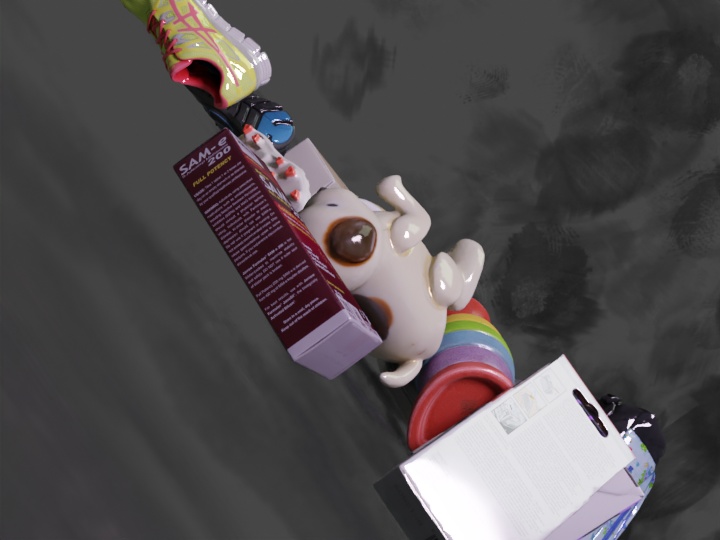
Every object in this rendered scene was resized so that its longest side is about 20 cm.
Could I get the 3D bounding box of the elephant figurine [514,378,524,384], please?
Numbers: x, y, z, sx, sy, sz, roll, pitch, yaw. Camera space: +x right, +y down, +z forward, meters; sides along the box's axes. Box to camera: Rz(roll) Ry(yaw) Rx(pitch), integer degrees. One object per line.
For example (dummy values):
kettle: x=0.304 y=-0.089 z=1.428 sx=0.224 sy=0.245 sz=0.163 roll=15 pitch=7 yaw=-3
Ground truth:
elephant figurine: x=0.164 y=0.230 z=1.438 sx=0.141 sy=0.201 sz=0.155 roll=36 pitch=-14 yaw=-24

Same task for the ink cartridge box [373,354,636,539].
ink cartridge box: x=0.117 y=0.158 z=0.980 sx=0.109 sy=0.199 sz=0.050 roll=55 pitch=-37 yaw=8

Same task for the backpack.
backpack: x=0.208 y=0.236 z=1.301 sx=0.163 sy=0.200 sz=0.155 roll=7 pitch=-52 yaw=53

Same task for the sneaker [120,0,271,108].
sneaker: x=-0.199 y=-0.258 z=1.401 sx=0.199 sy=0.090 sz=0.078 roll=36 pitch=-30 yaw=3

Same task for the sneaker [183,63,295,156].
sneaker: x=-0.163 y=-0.197 z=1.473 sx=0.200 sy=0.073 sz=0.082 roll=48 pitch=-32 yaw=13

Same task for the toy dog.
toy dog: x=0.000 y=0.000 z=1.227 sx=0.139 sy=0.195 sz=0.200 roll=-2 pitch=-29 yaw=40

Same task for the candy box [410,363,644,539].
candy box: x=0.142 y=0.184 z=1.128 sx=0.072 sy=0.167 sz=0.200 roll=55 pitch=3 yaw=-14

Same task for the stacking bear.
stacking bear: x=0.107 y=0.097 z=1.323 sx=0.200 sy=0.120 sz=0.115 roll=-91 pitch=-176 yaw=-62

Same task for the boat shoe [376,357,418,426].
boat shoe: x=0.076 y=0.139 z=1.402 sx=0.072 sy=0.068 sz=0.200 roll=52 pitch=5 yaw=-31

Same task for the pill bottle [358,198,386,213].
pill bottle: x=-0.006 y=-0.031 z=1.523 sx=0.112 sy=0.111 sz=0.200 roll=55 pitch=4 yaw=2

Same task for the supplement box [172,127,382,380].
supplement box: x=-0.068 y=-0.012 z=1.041 sx=0.201 sy=0.061 sz=0.109 roll=56 pitch=5 yaw=19

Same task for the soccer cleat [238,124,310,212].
soccer cleat: x=-0.090 y=-0.088 z=1.350 sx=0.078 sy=0.069 sz=0.200 roll=55 pitch=0 yaw=-39

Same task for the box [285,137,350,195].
box: x=-0.044 y=-0.078 z=1.676 sx=0.095 sy=0.078 sz=0.200 roll=59 pitch=5 yaw=33
